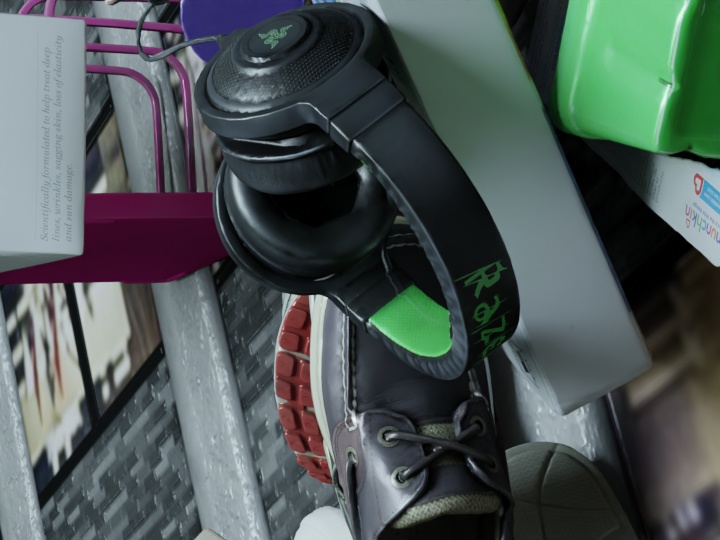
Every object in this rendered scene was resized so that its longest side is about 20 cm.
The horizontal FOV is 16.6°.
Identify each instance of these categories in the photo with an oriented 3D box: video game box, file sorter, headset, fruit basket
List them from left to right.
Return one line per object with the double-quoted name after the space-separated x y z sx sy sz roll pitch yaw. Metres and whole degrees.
-0.128 -0.069 1.268 0.200 0.138 0.126 -20 72 62 "file sorter"
-0.010 -0.052 0.852 0.200 0.094 0.124 44 160 24 "headset"
0.029 -0.064 0.918 0.201 0.047 0.182 65 174 -20 "video game box"
0.111 -0.122 0.870 0.200 0.093 0.186 -115 31 -66 "fruit basket"

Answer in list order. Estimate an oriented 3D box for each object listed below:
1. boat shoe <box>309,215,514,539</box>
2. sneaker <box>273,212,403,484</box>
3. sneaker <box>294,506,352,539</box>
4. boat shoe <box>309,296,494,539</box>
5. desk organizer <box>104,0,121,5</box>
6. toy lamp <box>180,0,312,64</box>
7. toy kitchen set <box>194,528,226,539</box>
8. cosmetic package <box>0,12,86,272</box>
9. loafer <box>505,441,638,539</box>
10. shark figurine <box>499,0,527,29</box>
0.026 0.081 0.913 0.065 0.072 0.201 -166 72 -69 "boat shoe"
0.000 0.000 1.109 0.082 0.077 0.201 -89 -2 -77 "sneaker"
-0.006 0.191 1.079 0.075 0.088 0.200 67 176 -49 "sneaker"
0.020 0.071 1.027 0.070 0.064 0.201 -19 84 22 "boat shoe"
-0.074 -0.176 1.084 0.077 0.072 0.200 62 -167 -7 "desk organizer"
-0.036 -0.118 1.081 0.200 0.058 0.059 -58 -28 -77 "toy lamp"
-0.015 0.242 0.875 0.200 0.163 0.181 30 157 32 "toy kitchen set"
-0.197 -0.055 1.167 0.200 0.081 0.113 -3 85 63 "cosmetic package"
0.093 0.157 0.937 0.063 0.072 0.200 92 165 -47 "loafer"
0.046 -0.213 0.956 0.215 0.089 0.128 64 -151 -31 "shark figurine"
